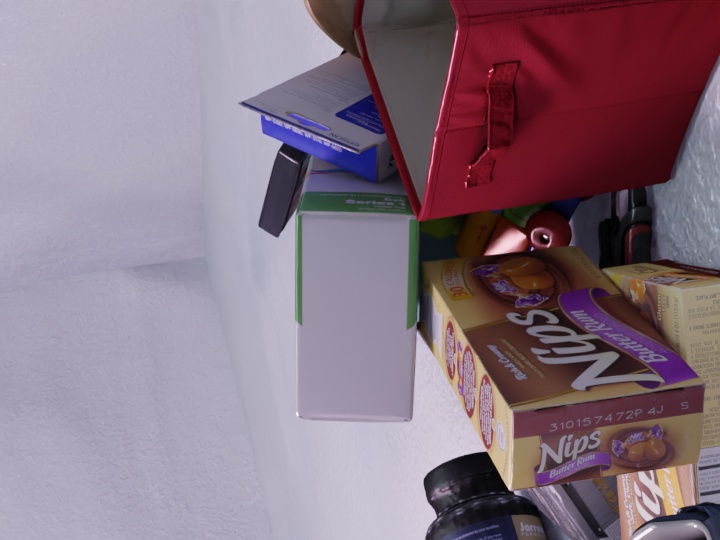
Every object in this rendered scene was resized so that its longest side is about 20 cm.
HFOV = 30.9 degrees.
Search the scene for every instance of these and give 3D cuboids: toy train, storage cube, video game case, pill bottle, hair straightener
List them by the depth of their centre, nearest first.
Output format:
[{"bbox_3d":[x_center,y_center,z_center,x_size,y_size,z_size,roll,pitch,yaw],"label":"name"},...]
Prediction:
[{"bbox_3d":[0.106,-0.158,0.813,0.172,0.177,0.202,99,158,-52],"label":"storage cube"},{"bbox_3d":[0.177,0.019,0.919,0.077,0.040,0.203,-148,51,-73],"label":"hair straightener"},{"bbox_3d":[0.093,-0.019,0.997,0.085,0.115,0.201,-53,-10,-44],"label":"toy train"},{"bbox_3d":[-0.028,-0.136,1.154,0.182,0.025,0.200,-59,0,-18],"label":"video game case"},{"bbox_3d":[0.121,0.272,1.171,0.112,0.110,0.202,104,154,-59],"label":"pill bottle"}]

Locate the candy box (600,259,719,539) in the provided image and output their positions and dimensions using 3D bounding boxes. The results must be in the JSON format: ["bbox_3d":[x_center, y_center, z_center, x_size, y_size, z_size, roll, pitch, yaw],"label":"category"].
[{"bbox_3d":[0.204,0.100,0.820,0.115,0.055,0.203,-154,56,-76],"label":"candy box"}]

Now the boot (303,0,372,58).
[{"bbox_3d":[-0.010,-0.216,0.978,0.144,0.200,0.071,42,110,34],"label":"boot"}]

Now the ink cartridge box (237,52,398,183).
[{"bbox_3d":[0.002,-0.113,0.931,0.099,0.200,0.040,25,121,21],"label":"ink cartridge box"}]

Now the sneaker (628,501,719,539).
[{"bbox_3d":[0.201,0.193,0.700,0.077,0.144,0.204,-116,21,-49],"label":"sneaker"}]

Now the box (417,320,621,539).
[{"bbox_3d":[0.131,0.122,0.978,0.201,0.048,0.158,55,176,-17],"label":"box"}]

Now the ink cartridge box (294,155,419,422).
[{"bbox_3d":[0.000,0.000,0.934,0.200,0.083,0.147,-85,-4,-71],"label":"ink cartridge box"}]

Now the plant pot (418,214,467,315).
[{"bbox_3d":[0.074,-0.039,1.102,0.141,0.140,0.202,173,78,-83],"label":"plant pot"}]

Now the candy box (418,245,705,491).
[{"bbox_3d":[0.115,0.052,0.800,0.200,0.115,0.057,-118,24,-64],"label":"candy box"}]
